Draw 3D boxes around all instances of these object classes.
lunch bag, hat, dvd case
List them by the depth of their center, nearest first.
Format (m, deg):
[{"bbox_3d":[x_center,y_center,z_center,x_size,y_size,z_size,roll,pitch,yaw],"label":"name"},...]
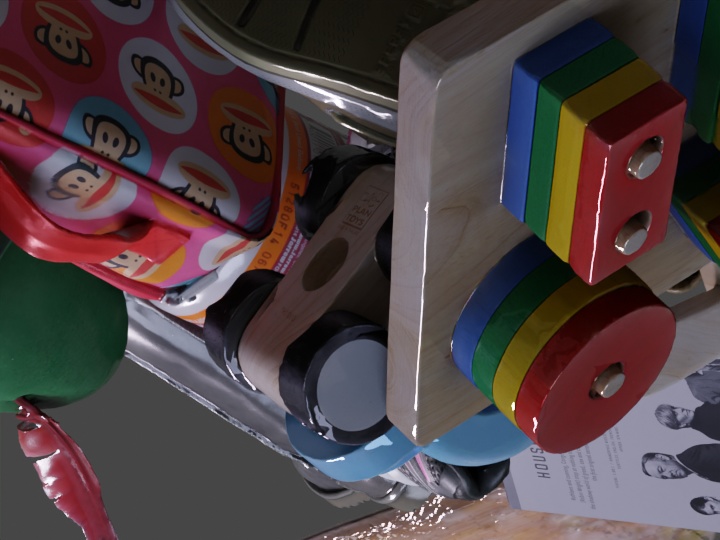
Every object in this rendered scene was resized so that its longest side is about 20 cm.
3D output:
[{"bbox_3d":[-0.119,-0.077,0.990,0.200,0.177,0.082,29,134,-35],"label":"lunch bag"},{"bbox_3d":[-0.116,0.043,1.117,0.176,0.166,0.200,34,164,-15],"label":"hat"},{"bbox_3d":[0.159,0.079,1.278,0.199,0.025,0.151,5,135,24],"label":"dvd case"}]

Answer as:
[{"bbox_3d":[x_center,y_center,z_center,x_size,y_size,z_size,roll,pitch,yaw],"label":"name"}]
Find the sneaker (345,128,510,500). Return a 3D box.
[{"bbox_3d":[0.047,0.008,1.073,0.080,0.086,0.201,-13,111,-26],"label":"sneaker"}]

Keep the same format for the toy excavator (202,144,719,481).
[{"bbox_3d":[0.066,0.023,1.001,0.200,0.195,0.100,41,171,-30],"label":"toy excavator"}]

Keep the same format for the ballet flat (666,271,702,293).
[{"bbox_3d":[0.158,-0.058,1.122,0.067,0.073,0.200,1,144,-6],"label":"ballet flat"}]

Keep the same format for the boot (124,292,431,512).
[{"bbox_3d":[-0.065,0.052,1.255,0.199,0.073,0.182,25,168,-17],"label":"boot"}]

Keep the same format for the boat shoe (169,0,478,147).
[{"bbox_3d":[0.006,-0.084,0.975,0.199,0.075,0.068,28,160,24],"label":"boat shoe"}]

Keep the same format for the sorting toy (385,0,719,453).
[{"bbox_3d":[0.109,-0.033,0.868,0.199,0.070,0.199,-31,147,-25],"label":"sorting toy"}]

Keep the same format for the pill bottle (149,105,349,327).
[{"bbox_3d":[0.000,0.000,1.161,0.199,0.110,0.109,25,136,-32],"label":"pill bottle"}]
